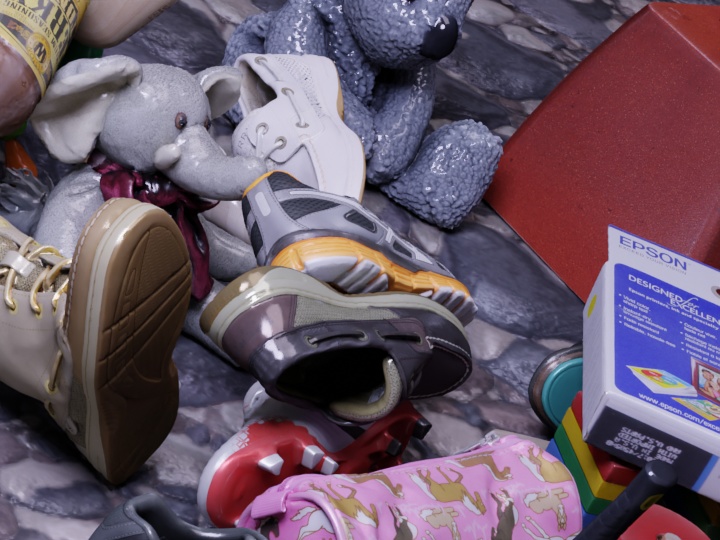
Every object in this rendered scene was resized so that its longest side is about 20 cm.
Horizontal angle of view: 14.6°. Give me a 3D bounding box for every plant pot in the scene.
[{"bbox_3d":[0.234,-0.071,1.897,0.199,0.177,0.200,-3,39,-44],"label":"plant pot"}]

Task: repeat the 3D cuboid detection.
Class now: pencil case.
[{"bbox_3d":[0.026,0.139,1.446,0.199,0.083,0.087,-8,46,-47],"label":"pencil case"}]

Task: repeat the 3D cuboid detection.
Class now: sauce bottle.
[{"bbox_3d":[-0.188,-0.113,1.467,0.064,0.065,0.200,24,47,-7],"label":"sauce bottle"}]

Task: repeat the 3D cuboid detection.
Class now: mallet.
[{"bbox_3d":[0.095,0.154,1.362,0.066,0.200,0.041,6,48,-47],"label":"mallet"}]

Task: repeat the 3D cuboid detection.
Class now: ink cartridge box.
[{"bbox_3d":[0.222,0.072,1.632,0.197,0.047,0.200,23,27,-7],"label":"ink cartridge box"}]

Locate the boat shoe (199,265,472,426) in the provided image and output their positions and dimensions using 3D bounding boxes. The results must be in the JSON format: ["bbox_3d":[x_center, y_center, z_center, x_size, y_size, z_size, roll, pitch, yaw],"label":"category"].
[{"bbox_3d":[-0.004,0.050,1.456,0.201,0.072,0.066,17,38,-53],"label":"boat shoe"}]

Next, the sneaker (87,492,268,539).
[{"bbox_3d":[-0.046,0.172,1.320,0.199,0.085,0.075,22,28,-11],"label":"sneaker"}]

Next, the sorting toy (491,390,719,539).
[{"bbox_3d":[0.189,0.157,1.577,0.199,0.070,0.199,15,30,-24],"label":"sorting toy"}]

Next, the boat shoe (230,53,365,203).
[{"bbox_3d":[-0.043,-0.066,1.646,0.069,0.071,0.200,11,28,-17],"label":"boat shoe"}]

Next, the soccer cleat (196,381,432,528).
[{"bbox_3d":[-0.040,0.092,1.492,0.085,0.069,0.200,30,22,24],"label":"soccer cleat"}]

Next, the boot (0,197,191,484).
[{"bbox_3d":[-0.161,0.004,1.402,0.155,0.200,0.073,36,61,19],"label":"boot"}]

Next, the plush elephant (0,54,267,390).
[{"bbox_3d":[-0.113,-0.042,1.550,0.200,0.155,0.164,41,30,24],"label":"plush elephant"}]

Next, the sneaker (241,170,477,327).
[{"bbox_3d":[0.000,0.000,1.534,0.077,0.078,0.200,59,11,27],"label":"sneaker"}]

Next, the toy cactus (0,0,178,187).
[{"bbox_3d":[-0.178,-0.127,1.607,0.200,0.164,0.103,29,39,-66],"label":"toy cactus"}]

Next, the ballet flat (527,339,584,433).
[{"bbox_3d":[0.168,0.076,1.712,0.199,0.068,0.068,16,18,-35],"label":"ballet flat"}]

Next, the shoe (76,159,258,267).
[{"bbox_3d":[-0.097,-0.056,1.703,0.200,0.054,0.070,33,27,11],"label":"shoe"}]

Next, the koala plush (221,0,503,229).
[{"bbox_3d":[0.012,-0.163,1.826,0.177,0.201,0.184,7,33,-34],"label":"koala plush"}]
